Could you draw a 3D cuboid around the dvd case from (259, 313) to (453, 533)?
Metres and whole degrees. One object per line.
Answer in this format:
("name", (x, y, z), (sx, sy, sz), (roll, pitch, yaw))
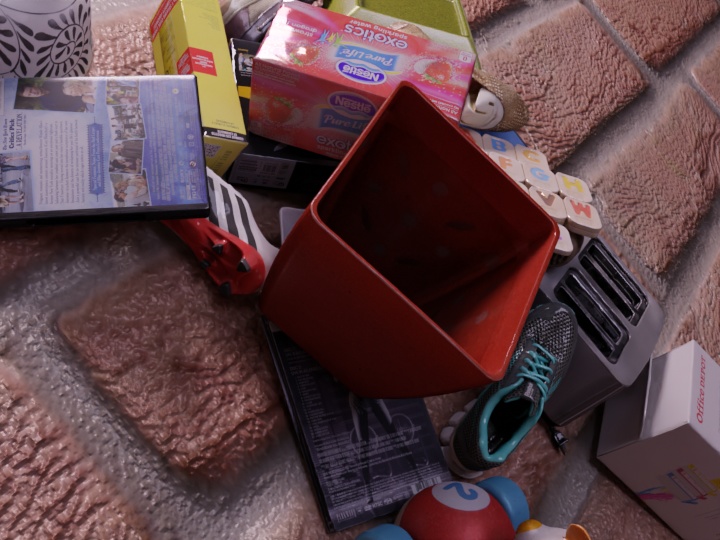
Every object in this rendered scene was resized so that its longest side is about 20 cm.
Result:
("dvd case", (-0.001, 0.124, 0.834), (0.147, 0.016, 0.202), (-6, 70, -39))

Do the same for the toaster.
("toaster", (0.234, 0.061, 1.021), (0.201, 0.119, 0.181), (50, 42, 1))

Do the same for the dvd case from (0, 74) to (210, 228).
("dvd case", (-0.230, -0.102, 0.752), (0.197, 0.018, 0.144), (-4, 62, -14))

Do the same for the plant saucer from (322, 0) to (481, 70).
("plant saucer", (0.054, -0.301, 1.084), (0.197, 0.048, 0.201), (13, 35, -10))

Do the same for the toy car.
("toy car", (0.130, 0.244, 0.728), (0.183, 0.199, 0.179), (-8, 71, -44))

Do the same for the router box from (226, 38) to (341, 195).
("router box", (-0.044, -0.156, 0.954), (0.197, 0.052, 0.159), (5, 56, -19))

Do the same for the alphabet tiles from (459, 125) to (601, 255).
("alphabet tiles", (0.153, -0.091, 0.937), (0.197, 0.015, 0.197), (16, 35, -10))

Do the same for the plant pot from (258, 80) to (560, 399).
("plant pot", (0.026, -0.004, 0.796), (0.199, 0.176, 0.201), (42, 48, -10))

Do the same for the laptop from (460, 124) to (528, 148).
("laptop", (0.103, -0.088, 1.019), (0.188, 0.116, 0.199), (52, 41, 4))

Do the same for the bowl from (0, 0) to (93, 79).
("bowl", (-0.318, -0.258, 0.797), (0.199, 0.094, 0.203), (22, 48, -26))

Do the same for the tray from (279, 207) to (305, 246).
("tray", (0.000, 0.000, 0.921), (0.198, 0.022, 0.109), (6, 72, -37))

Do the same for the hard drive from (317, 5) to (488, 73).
("hard drive", (0.047, -0.276, 1.122), (0.199, 0.026, 0.131), (38, 38, 21))

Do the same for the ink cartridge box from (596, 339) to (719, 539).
("ink cartridge box", (0.370, 0.190, 1.027), (0.200, 0.125, 0.129), (43, 42, -14))

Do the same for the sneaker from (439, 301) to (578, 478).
("sneaker", (0.159, 0.116, 0.872), (0.077, 0.091, 0.201), (35, 76, -4))

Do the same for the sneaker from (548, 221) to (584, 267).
("sneaker", (0.148, -0.064, 0.983), (0.199, 0.071, 0.075), (30, 29, 17))

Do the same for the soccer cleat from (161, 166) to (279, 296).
("soccer cleat", (-0.149, -0.064, 0.827), (0.200, 0.069, 0.085), (48, 27, 0))

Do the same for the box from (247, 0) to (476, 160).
("box", (0.000, -0.170, 0.868), (0.198, 0.095, 0.103), (18, 52, 2))

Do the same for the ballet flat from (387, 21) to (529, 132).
("ballet flat", (0.102, -0.196, 0.992), (0.198, 0.071, 0.066), (27, 44, -16))

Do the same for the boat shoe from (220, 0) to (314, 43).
("boat shoe", (-0.091, -0.300, 1.047), (0.065, 0.072, 0.200), (53, 45, -3))

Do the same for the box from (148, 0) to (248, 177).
("box", (-0.164, -0.189, 0.895), (0.050, 0.075, 0.202), (8, 57, -36))
